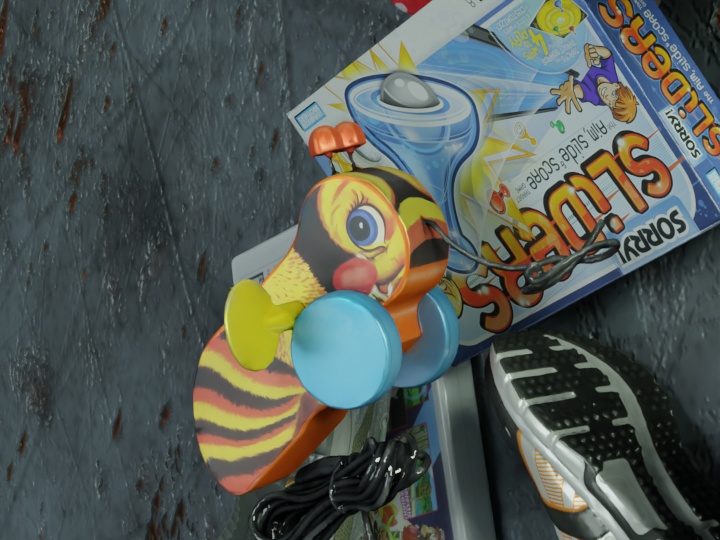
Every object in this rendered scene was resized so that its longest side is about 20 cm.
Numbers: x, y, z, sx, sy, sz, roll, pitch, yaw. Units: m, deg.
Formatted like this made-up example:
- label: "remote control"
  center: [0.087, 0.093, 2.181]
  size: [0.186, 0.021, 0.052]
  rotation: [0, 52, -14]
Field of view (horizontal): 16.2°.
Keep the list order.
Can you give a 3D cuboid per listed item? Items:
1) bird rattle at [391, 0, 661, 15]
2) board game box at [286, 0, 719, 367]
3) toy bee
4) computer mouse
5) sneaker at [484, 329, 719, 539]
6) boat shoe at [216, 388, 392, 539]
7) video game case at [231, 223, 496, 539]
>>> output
- label: "bird rattle"
  center: [0.059, -0.155, 1.040]
  size: [0.163, 0.112, 0.200]
  rotation: [55, 141, 19]
- label: "board game box"
  center: [0.063, -0.051, 1.039]
  size: [0.136, 0.034, 0.200]
  rotation: [56, 144, 0]
- label: "toy bee"
  center: [0.000, 0.000, 1.038]
  size: [0.199, 0.131, 0.109]
  rotation: [-32, 79, 9]
- label: "computer mouse"
  center: [0.008, 0.173, 1.049]
  size: [0.109, 0.044, 0.201]
  rotation: [-22, 80, 49]
- label: "sneaker"
  center: [0.100, 0.101, 1.001]
  size: [0.200, 0.073, 0.080]
  rotation: [56, 138, 42]
- label: "boat shoe"
  center: [-0.027, 0.125, 1.189]
  size: [0.074, 0.065, 0.203]
  rotation: [29, 122, 34]
- label: "video game case"
  center: [-0.001, 0.069, 1.214]
  size: [0.182, 0.023, 0.201]
  rotation: [-25, 69, 57]
